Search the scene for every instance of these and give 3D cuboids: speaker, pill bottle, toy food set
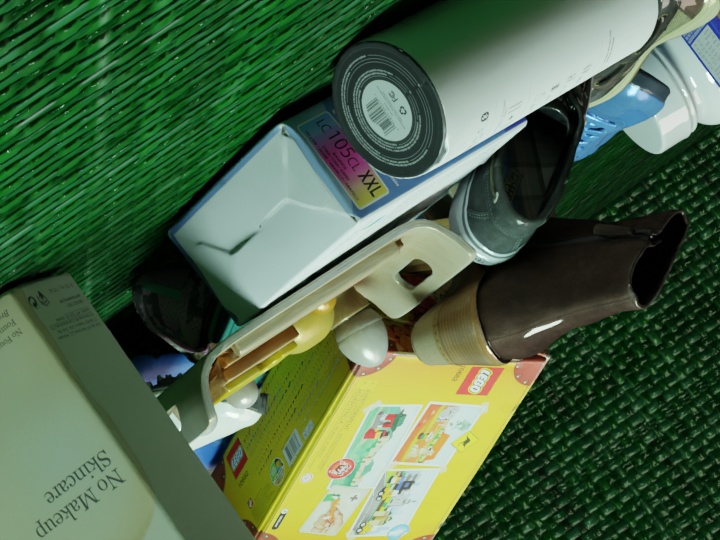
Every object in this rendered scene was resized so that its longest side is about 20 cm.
[{"bbox_3d":[0.078,-0.122,1.463,0.200,0.081,0.081,-32,173,-41],"label":"speaker"},{"bbox_3d":[0.279,-0.183,2.019,0.200,0.114,0.114,-35,174,-10],"label":"pill bottle"},{"bbox_3d":[-0.035,0.050,1.581,0.200,0.060,0.144,-33,177,-25],"label":"toy food set"}]

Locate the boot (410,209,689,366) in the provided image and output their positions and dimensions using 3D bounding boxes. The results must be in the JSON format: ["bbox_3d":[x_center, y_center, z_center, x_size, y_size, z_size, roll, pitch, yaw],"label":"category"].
[{"bbox_3d":[0.133,-0.007,1.650,0.166,0.072,0.200,-17,-159,31],"label":"boot"}]

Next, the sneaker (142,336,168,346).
[{"bbox_3d":[-0.087,0.035,1.892,0.200,0.078,0.070,-15,178,7],"label":"sneaker"}]

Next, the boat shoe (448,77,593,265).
[{"bbox_3d":[0.111,-0.091,1.624,0.057,0.069,0.200,-34,-150,53],"label":"boat shoe"}]

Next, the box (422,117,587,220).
[{"bbox_3d":[0.083,-0.087,1.800,0.095,0.078,0.200,-34,175,-7],"label":"box"}]

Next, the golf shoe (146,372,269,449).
[{"bbox_3d":[-0.149,0.123,1.704,0.200,0.095,0.078,-13,162,16],"label":"golf shoe"}]

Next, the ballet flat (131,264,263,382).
[{"bbox_3d":[-0.103,0.028,1.683,0.200,0.071,0.069,52,58,-77],"label":"ballet flat"}]

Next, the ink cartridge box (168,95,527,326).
[{"bbox_3d":[0.003,-0.060,1.550,0.200,0.076,0.136,-29,172,-44],"label":"ink cartridge box"}]

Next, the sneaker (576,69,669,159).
[{"bbox_3d":[0.162,-0.110,1.898,0.078,0.066,0.200,-59,-170,-7],"label":"sneaker"}]

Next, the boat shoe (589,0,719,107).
[{"bbox_3d":[0.159,-0.160,1.748,0.065,0.073,0.200,-11,163,-35],"label":"boat shoe"}]

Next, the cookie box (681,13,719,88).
[{"bbox_3d":[0.317,-0.181,1.809,0.171,0.200,0.075,-36,175,-8],"label":"cookie box"}]

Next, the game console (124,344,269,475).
[{"bbox_3d":[-0.104,0.087,1.865,0.200,0.118,0.171,-4,129,-25],"label":"game console"}]

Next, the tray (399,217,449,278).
[{"bbox_3d":[0.000,0.000,1.801,0.200,0.037,0.099,-11,172,0],"label":"tray"}]

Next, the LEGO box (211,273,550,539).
[{"bbox_3d":[0.011,0.100,1.783,0.149,0.077,0.200,5,131,-34],"label":"LEGO box"}]

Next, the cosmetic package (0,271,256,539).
[{"bbox_3d":[-0.150,0.112,1.416,0.104,0.200,0.073,-39,173,21],"label":"cosmetic package"}]

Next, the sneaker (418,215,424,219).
[{"bbox_3d":[0.016,0.013,1.989,0.079,0.089,0.200,-43,-175,43],"label":"sneaker"}]
